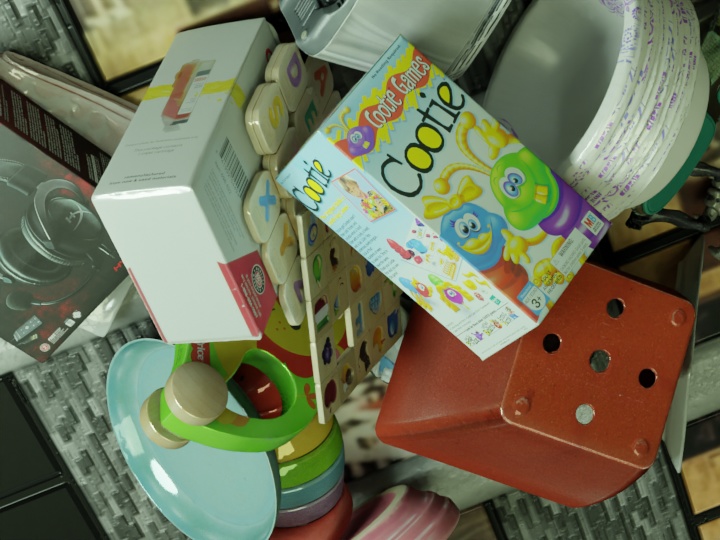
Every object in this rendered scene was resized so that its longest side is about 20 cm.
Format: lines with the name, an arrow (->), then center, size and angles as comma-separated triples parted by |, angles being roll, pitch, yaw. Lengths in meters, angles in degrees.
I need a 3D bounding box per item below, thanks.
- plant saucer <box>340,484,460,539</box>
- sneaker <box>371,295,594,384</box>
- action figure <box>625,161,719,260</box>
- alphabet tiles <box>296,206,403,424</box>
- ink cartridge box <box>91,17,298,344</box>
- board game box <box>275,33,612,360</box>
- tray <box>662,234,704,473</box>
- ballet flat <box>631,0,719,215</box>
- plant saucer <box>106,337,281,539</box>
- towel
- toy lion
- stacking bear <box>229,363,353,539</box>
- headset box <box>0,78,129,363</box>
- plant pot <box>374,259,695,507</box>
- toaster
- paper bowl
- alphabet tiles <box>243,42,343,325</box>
plant saucer -> -0.006, 0.251, 1.656 | 0.200, 0.201, 0.051 | -34, 94, 11
sneaker -> 0.108, 0.050, 1.604 | 0.199, 0.075, 0.087 | -1, 118, -13
action figure -> 0.322, -0.045, 1.570 | 0.199, 0.102, 0.119 | 12, 109, -18
alphabet tiles -> 0.000, 0.000, 1.469 | 0.008, 0.200, 0.168 | 3, 113, 22
ink cartridge box -> -0.104, -0.067, 1.389 | 0.083, 0.201, 0.146 | -5, 130, 23
board game box -> 0.058, -0.049, 1.335 | 0.200, 0.105, 0.103 | 41, 65, -5
tray -> 0.269, 0.065, 1.583 | 0.022, 0.200, 0.108 | 5, 125, 11
ballet flat -> 0.257, -0.136, 1.488 | 0.074, 0.074, 0.200 | 40, 84, -32
plant saucer -> -0.133, 0.141, 1.559 | 0.027, 0.200, 0.201 | -33, 136, -38
towel -> -0.240, -0.054, 1.475 | 0.190, 0.032, 0.200 | 22, 115, -25
toy lion -> -0.074, 0.049, 1.483 | 0.191, 0.201, 0.069 | 13, 147, -26
stacking bear -> -0.073, 0.132, 1.593 | 0.114, 0.121, 0.201 | -33, 129, -31
headset box -> -0.269, -0.046, 1.407 | 0.149, 0.077, 0.200 | -44, 124, 15
plant pot -> 0.153, 0.072, 1.500 | 0.199, 0.176, 0.201 | 20, 82, -16
toaster -> 0.040, -0.228, 1.373 | 0.129, 0.114, 0.201 | 19, 116, -28
paper bowl -> 0.182, -0.126, 1.419 | 0.104, 0.201, 0.201 | 22, 116, -25
alphabet tiles -> -0.037, -0.065, 1.422 | 0.015, 0.196, 0.201 | -4, 130, 22
